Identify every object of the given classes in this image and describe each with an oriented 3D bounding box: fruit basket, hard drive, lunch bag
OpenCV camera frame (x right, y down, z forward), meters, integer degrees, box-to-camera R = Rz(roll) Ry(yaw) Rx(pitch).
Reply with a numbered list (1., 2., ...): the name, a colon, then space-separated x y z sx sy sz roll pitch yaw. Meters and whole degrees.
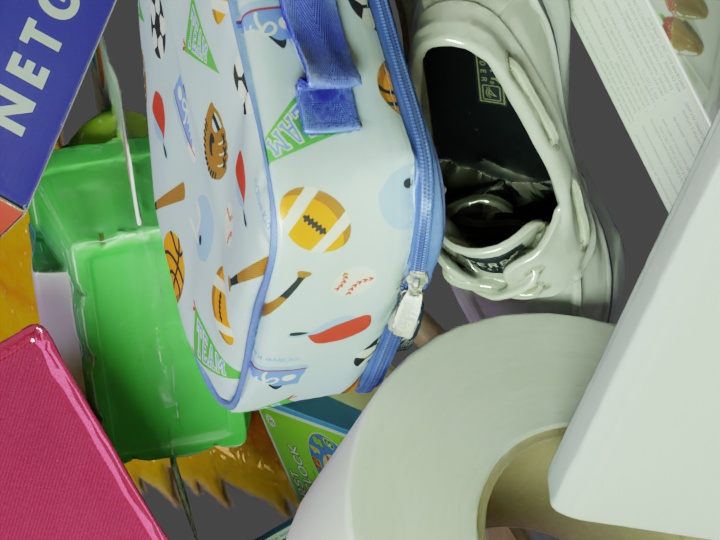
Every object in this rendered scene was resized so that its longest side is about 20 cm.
1. fruit basket: -0.104 -0.009 1.079 0.200 0.094 0.186 -124 25 -58
2. hard drive: 0.152 0.014 0.791 0.026 0.132 0.200 -93 17 -46
3. lunch bag: -0.026 -0.057 0.859 0.160 0.075 0.200 110 149 -57

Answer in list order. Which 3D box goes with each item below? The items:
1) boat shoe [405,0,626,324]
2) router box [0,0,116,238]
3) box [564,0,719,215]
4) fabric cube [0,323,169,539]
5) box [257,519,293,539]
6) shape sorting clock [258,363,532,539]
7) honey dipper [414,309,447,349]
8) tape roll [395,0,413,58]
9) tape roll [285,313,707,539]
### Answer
1. boat shoe: 0.052 -0.023 0.892 0.072 0.066 0.200 8 136 17
2. router box: -0.160 -0.085 1.060 0.049 0.200 0.179 29 150 -17
3. box: 0.112 -0.067 0.862 0.041 0.039 0.200 -35 80 54
4. fabric cube: -0.163 0.167 0.968 0.200 0.196 0.199 59 163 5
5. box: 0.014 0.181 0.960 0.200 0.070 0.064 45 154 42
6. shape sorting clock: 0.026 0.110 1.029 0.200 0.039 0.200 40 151 29
7. honey dipper: 0.000 0.000 0.974 0.200 0.038 0.038 45 142 -6
8. tape roll: -0.004 -0.103 0.988 0.203 0.037 0.203 27 127 41
9. tape roll: 0.075 0.116 0.865 0.203 0.202 0.071 54 140 18
